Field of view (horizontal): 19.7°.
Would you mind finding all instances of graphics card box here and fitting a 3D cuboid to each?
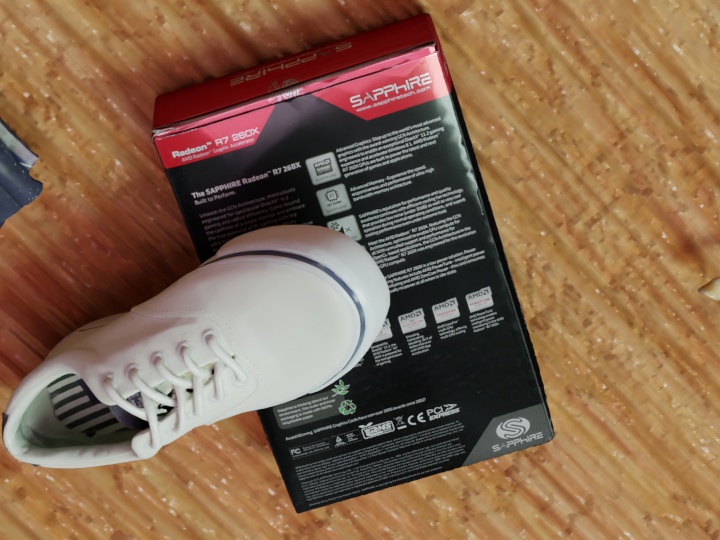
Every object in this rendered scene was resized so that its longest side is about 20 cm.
[{"bbox_3d":[0.000,0.000,0.897,0.125,0.051,0.200,-18,117,4],"label":"graphics card box"}]

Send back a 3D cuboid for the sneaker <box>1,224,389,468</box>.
[{"bbox_3d":[-0.070,0.043,0.852,0.200,0.071,0.073,-26,108,42],"label":"sneaker"}]

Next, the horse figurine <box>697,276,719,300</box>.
[{"bbox_3d":[0.241,0.037,0.932,0.132,0.050,0.200,-32,109,-8],"label":"horse figurine"}]

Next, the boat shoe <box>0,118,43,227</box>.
[{"bbox_3d":[-0.216,-0.073,0.834,0.093,0.075,0.200,-39,122,7],"label":"boat shoe"}]
